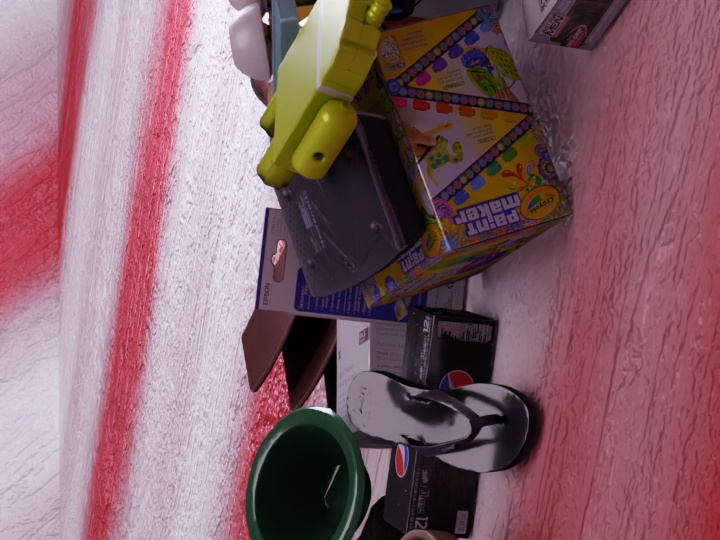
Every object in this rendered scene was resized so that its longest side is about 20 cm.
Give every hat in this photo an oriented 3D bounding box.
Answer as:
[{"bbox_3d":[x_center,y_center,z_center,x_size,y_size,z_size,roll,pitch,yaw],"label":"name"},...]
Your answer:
[{"bbox_3d":[0.000,0.227,1.806,0.200,0.176,0.166,38,105,50],"label":"hat"}]

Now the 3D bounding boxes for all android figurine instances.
[{"bbox_3d":[-0.027,-0.161,1.482,0.200,0.041,0.182,-55,24,38],"label":"android figurine"}]

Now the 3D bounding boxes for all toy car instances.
[{"bbox_3d":[-0.053,-0.270,2.012,0.150,0.175,0.200,80,-178,-57],"label":"toy car"}]

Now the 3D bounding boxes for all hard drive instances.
[{"bbox_3d":[-0.012,-0.056,1.557,0.200,0.042,0.135,-28,81,65],"label":"hard drive"}]

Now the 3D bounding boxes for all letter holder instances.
[{"bbox_3d":[-0.047,0.077,1.970,0.200,0.100,0.142,119,149,-49],"label":"letter holder"}]

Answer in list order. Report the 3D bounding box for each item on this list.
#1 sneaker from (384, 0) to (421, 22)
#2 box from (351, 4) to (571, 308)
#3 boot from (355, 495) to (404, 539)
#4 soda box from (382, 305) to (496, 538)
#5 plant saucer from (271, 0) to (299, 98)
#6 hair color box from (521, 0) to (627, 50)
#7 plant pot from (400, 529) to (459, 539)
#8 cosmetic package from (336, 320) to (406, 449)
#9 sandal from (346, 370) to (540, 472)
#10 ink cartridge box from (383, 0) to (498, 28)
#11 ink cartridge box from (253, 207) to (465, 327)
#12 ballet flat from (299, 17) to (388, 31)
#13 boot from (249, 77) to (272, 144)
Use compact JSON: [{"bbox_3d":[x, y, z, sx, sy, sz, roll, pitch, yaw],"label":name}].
[{"bbox_3d":[0.065,-0.251,1.571,0.112,0.199,0.073,-92,-4,-58],"label":"sneaker"},{"bbox_3d":[0.057,-0.093,1.585,0.200,0.122,0.193,-35,73,65],"label":"box"},{"bbox_3d":[0.001,0.333,1.796,0.200,0.072,0.182,125,160,-44],"label":"boot"},{"bbox_3d":[0.070,0.136,1.659,0.071,0.063,0.201,-161,78,-71],"label":"soda box"},{"bbox_3d":[-0.067,-0.161,1.643,0.070,0.019,0.200,-105,11,-47],"label":"plant saucer"},{"bbox_3d":[0.169,-0.290,1.499,0.099,0.060,0.200,124,148,-55],"label":"hair color box"},{"bbox_3d":[0.084,0.316,1.522,0.201,0.092,0.201,-175,90,-71],"label":"plant pot"},{"bbox_3d":[0.023,0.067,1.807,0.102,0.074,0.201,139,132,-63],"label":"cosmetic package"},{"bbox_3d":[0.064,0.130,1.580,0.200,0.043,0.076,4,92,38],"label":"sandal"},{"bbox_3d":[0.060,-0.321,1.695,0.146,0.144,0.200,-101,24,-45],"label":"ink cartridge box"},{"bbox_3d":[0.000,0.000,1.694,0.037,0.199,0.095,-179,95,-71],"label":"ink cartridge box"},{"bbox_3d":[-0.034,-0.194,1.665,0.071,0.069,0.200,50,156,-1],"label":"ballet flat"},{"bbox_3d":[-0.069,-0.239,2.174,0.200,0.068,0.189,128,143,-56],"label":"boot"}]
